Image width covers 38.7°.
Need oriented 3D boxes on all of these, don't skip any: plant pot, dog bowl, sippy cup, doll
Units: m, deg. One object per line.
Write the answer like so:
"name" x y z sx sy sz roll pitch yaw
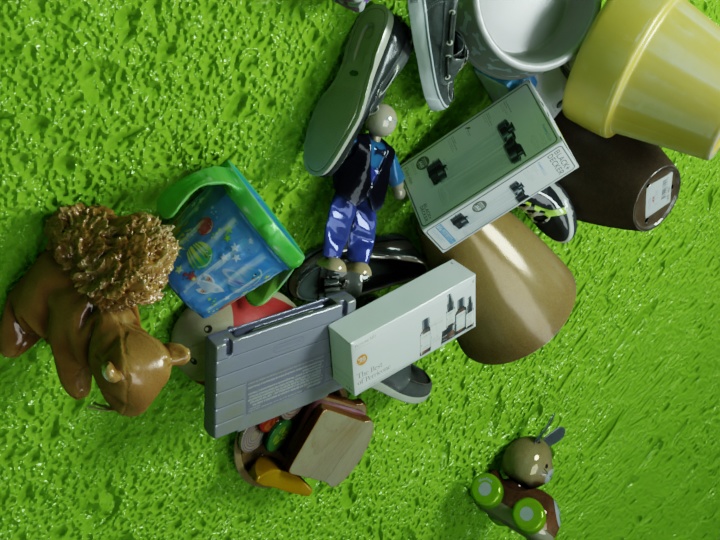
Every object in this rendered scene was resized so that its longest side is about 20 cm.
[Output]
"plant pot" 0.163 -0.010 1.364 0.186 0.186 0.201 -45 123 -8
"dog bowl" 0.197 -0.325 1.203 0.196 0.059 0.204 -5 104 -20
"sippy cup" -0.149 -0.025 1.101 0.130 0.140 0.179 -38 106 0
"plant pot" 0.329 -0.139 1.392 0.185 0.199 0.190 -22 129 -30
"plant pot" 0.376 -0.237 1.250 0.201 0.187 0.202 -50 160 -25
"doll" 0.005 -0.099 1.224 0.135 0.048 0.204 8 97 -39

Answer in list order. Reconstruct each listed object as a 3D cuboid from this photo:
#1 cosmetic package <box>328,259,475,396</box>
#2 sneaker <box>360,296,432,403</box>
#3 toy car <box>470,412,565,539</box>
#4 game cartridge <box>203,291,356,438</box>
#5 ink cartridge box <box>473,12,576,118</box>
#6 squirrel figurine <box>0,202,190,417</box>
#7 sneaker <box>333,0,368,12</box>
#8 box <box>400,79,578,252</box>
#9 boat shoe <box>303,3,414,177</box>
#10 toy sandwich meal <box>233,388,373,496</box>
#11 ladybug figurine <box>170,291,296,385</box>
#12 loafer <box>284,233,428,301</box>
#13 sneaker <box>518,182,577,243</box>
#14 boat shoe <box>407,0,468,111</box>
"cosmetic package" 0.055 0.068 1.248 0.198 0.050 0.084 -27 129 -28
"sneaker" 0.052 0.111 1.400 0.199 0.075 0.107 24 102 -46
"toy car" 0.296 0.345 1.734 0.202 0.156 0.165 -58 151 -12
"game cartridge" -0.094 0.109 1.194 0.198 0.038 0.132 -17 129 -36
"ink cartridge box" 0.250 -0.289 1.320 0.201 0.068 0.116 -50 138 -4
"squirrel figurine" -0.248 0.039 1.001 0.140 0.186 0.203 -4 119 -39
"sneaker" -0.025 -0.355 1.028 0.089 0.080 0.201 -47 137 -17
"box" 0.154 -0.127 1.253 0.198 0.118 0.060 -34 139 15
"boat shoe" 0.001 -0.193 1.156 0.067 0.071 0.203 21 97 -49
"toy sandwich meal" -0.076 0.223 1.364 0.203 0.070 0.208 -23 130 -30
"ladybug figurine" -0.132 0.090 1.225 0.198 0.072 0.138 7 111 -44
"loafer" 0.000 0.000 1.290 0.197 0.063 0.073 -16 127 -34
"sneaker" 0.205 -0.106 1.354 0.083 0.071 0.201 -42 101 -29
"boat shoe" 0.094 -0.250 1.170 0.055 0.070 0.201 -3 154 11
